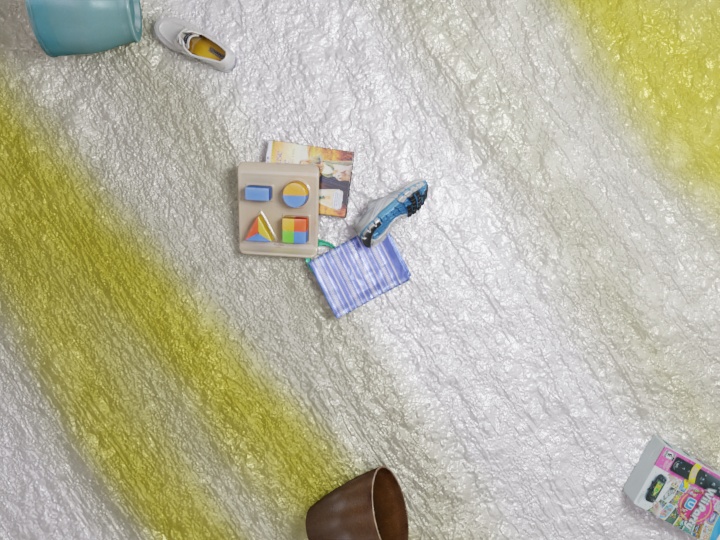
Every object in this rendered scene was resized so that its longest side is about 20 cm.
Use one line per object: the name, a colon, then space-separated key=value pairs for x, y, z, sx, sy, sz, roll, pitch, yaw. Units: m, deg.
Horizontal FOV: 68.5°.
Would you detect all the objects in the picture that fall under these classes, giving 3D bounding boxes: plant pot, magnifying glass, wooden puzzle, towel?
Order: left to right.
plant pot: x=-0.567 y=-0.557 z=1.111 sx=0.183 sy=0.200 sz=0.205 roll=-3 pitch=95 yaw=-11
wooden puzzle: x=-0.184 y=-0.132 z=1.163 sx=0.181 sy=0.046 sz=0.205 roll=4 pitch=102 yaw=4
magnifying glass: x=-0.123 y=-0.063 z=1.207 sx=0.200 sy=0.022 sz=0.080 roll=43 pitch=96 yaw=-2
plant pot: x=-0.017 y=0.558 z=1.186 sx=0.197 sy=0.187 sz=0.190 roll=-21 pitch=93 yaw=20
towel: x=0.000 y=0.000 z=1.188 sx=0.197 sy=0.024 sz=0.147 roll=-28 pitch=92 yaw=-3

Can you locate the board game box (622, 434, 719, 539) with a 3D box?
board game box: x=0.714 y=0.486 z=1.173 sx=0.197 sy=0.064 sz=0.150 roll=27 pitch=96 yaw=0

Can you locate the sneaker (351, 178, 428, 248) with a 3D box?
sneaker: x=0.061 y=-0.144 z=1.165 sx=0.199 sy=0.075 sz=0.087 roll=-38 pitch=51 yaw=-9

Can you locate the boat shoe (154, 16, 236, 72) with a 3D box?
boat shoe: x=-0.369 y=-0.502 z=1.160 sx=0.197 sy=0.070 sz=0.072 roll=30 pitch=96 yaw=1

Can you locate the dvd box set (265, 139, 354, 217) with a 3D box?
dvd box set: x=-0.118 y=-0.206 z=1.188 sx=0.195 sy=0.029 sz=0.150 roll=9 pitch=95 yaw=3
